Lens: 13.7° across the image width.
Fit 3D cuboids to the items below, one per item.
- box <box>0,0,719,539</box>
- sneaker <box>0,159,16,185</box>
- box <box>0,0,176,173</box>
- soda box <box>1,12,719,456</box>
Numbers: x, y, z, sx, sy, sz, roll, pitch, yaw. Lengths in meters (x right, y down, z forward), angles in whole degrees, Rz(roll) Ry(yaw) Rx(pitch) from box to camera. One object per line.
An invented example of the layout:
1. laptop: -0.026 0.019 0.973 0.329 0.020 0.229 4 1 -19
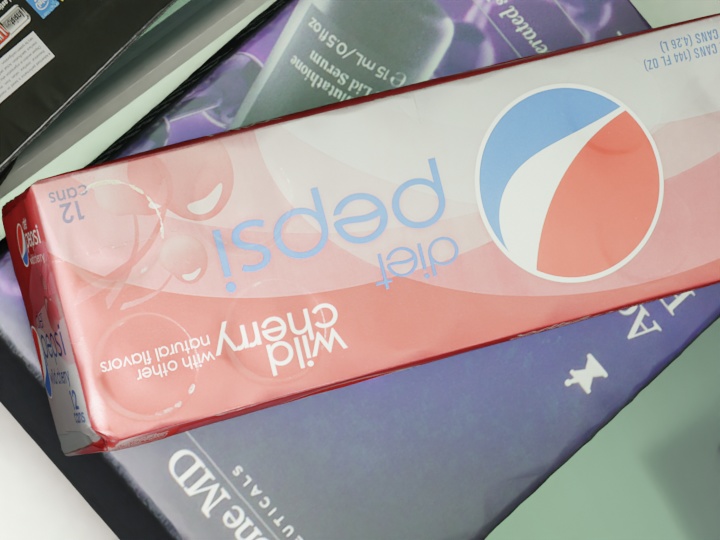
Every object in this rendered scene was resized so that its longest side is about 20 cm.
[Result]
1. box: 0.000 0.000 0.848 0.200 0.104 0.148 -43 97 -13
2. sneaker: -0.175 -0.076 0.835 0.199 0.067 0.091 28 54 5
3. box: -0.110 -0.125 0.811 0.160 0.049 0.200 47 46 -8
4. soda box: 0.013 -0.011 0.766 0.199 0.063 0.070 -15 90 -14
